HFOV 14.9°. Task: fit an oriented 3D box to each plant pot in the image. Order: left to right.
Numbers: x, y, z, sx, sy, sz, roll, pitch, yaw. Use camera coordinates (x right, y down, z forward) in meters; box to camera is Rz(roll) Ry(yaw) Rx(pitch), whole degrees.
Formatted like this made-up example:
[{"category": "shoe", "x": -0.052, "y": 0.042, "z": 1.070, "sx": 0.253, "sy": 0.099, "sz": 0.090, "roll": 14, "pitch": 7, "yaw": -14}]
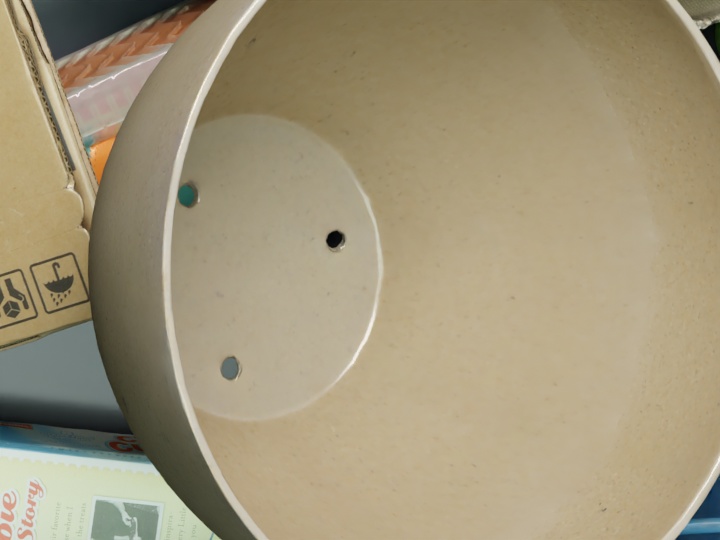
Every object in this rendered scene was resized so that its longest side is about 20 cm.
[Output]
[{"category": "plant pot", "x": 0.000, "y": 0.000, "z": 0.799, "sx": 0.200, "sy": 0.134, "sz": 0.201, "roll": 0, "pitch": 89, "yaw": -32}]

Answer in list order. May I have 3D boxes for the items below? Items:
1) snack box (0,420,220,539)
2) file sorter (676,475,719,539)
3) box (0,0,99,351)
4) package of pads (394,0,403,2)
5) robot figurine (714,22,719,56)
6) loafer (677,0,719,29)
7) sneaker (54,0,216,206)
[{"category": "snack box", "x": -0.099, "y": 0.156, "z": 0.958, "sx": 0.116, "sy": 0.037, "sz": 0.201, "roll": 7, "pitch": 100, "yaw": -13}, {"category": "file sorter", "x": 0.070, "y": 0.132, "z": 0.903, "sx": 0.122, "sy": 0.200, "sz": 0.139, "roll": -3, "pitch": 102, "yaw": -8}, {"category": "box", "x": -0.185, "y": -0.038, "z": 0.861, "sx": 0.199, "sy": 0.021, "sz": 0.164, "roll": -17, "pitch": 98, "yaw": 20}, {"category": "package of pads", "x": 0.050, "y": -0.191, "z": 0.807, "sx": 0.154, "sy": 0.068, "sz": 0.201, "roll": -28, "pitch": 139, "yaw": -27}, {"category": "robot figurine", "x": 0.200, "y": -0.066, "z": 0.930, "sx": 0.175, "sy": 0.116, "sz": 0.200, "roll": -46, "pitch": 106, "yaw": -12}, {"category": "loafer", "x": 0.150, "y": -0.138, "z": 0.823, "sx": 0.200, "sy": 0.070, "sz": 0.075, "roll": -37, "pitch": 120, "yaw": -9}, {"category": "sneaker", "x": -0.084, "y": -0.029, "z": 0.907, "sx": 0.199, "sy": 0.071, "sz": 0.080, "roll": -23, "pitch": 110, "yaw": 0}]
